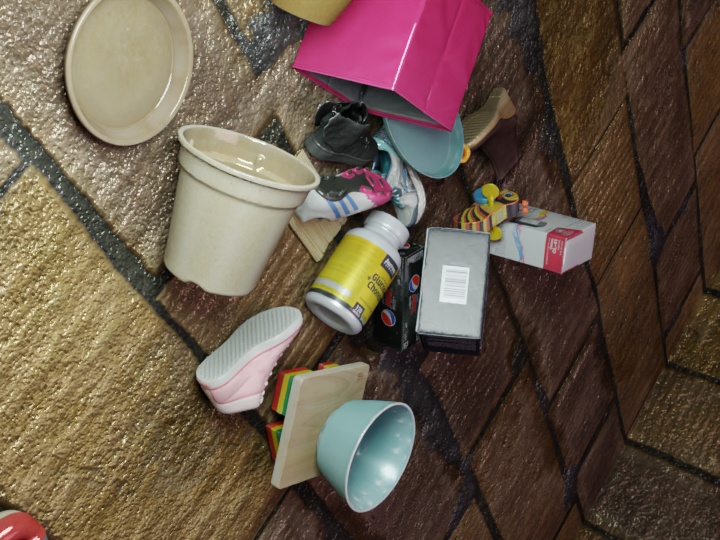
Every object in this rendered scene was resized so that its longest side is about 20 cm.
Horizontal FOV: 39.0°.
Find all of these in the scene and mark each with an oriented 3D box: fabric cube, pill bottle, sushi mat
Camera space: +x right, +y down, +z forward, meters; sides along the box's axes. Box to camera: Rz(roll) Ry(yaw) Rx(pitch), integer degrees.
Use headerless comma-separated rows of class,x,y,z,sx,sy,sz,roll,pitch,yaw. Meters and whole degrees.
fabric cube,0.052,-0.350,1.543,0.200,0.195,0.200,21,87,-57
pill bottle,0.000,0.000,1.730,0.201,0.112,0.112,-57,145,-18
sushi mat,-0.082,-0.102,1.646,0.096,0.012,0.200,-59,146,-18

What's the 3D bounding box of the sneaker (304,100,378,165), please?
sneaker,-0.013,-0.221,1.602,0.199,0.060,0.104,-6,149,-52

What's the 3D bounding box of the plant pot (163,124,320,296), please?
plant pot,-0.177,-0.073,1.379,0.200,0.200,0.184,-6,122,-55

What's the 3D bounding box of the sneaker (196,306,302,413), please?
sneaker,-0.165,0.146,1.598,0.200,0.075,0.105,-39,133,-28

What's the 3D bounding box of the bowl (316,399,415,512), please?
bowl,-0.003,0.307,1.769,0.200,0.105,0.202,-32,132,-45

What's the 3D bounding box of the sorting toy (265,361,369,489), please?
sorting toy,-0.087,0.258,1.780,0.200,0.069,0.200,-5,111,-55

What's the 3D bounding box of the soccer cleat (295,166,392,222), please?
soccer cleat,-0.030,-0.119,1.645,0.199,0.070,0.086,-9,148,-51

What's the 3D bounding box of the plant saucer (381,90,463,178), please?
plant saucer,0.102,-0.250,1.727,0.199,0.027,0.201,19,63,-41

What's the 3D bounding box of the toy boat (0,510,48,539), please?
toy boat,-0.455,0.403,1.258,0.200,0.130,0.131,-38,135,-40

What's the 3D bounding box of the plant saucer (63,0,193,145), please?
plant saucer,-0.286,-0.254,1.248,0.200,0.029,0.201,-31,131,-44

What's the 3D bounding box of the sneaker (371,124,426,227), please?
sneaker,0.053,-0.160,1.771,0.086,0.077,0.201,-34,124,-34

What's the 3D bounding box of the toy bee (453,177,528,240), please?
toy bee,0.283,-0.135,2.081,0.201,0.108,0.131,-58,144,-18

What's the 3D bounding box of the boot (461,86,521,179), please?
boot,0.263,-0.246,2.011,0.200,0.072,0.167,-52,136,-36

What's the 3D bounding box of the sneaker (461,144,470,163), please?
sneaker,0.136,-0.250,1.829,0.200,0.077,0.079,30,84,-56

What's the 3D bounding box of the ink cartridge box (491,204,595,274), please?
ink cartridge box,0.381,-0.071,2.173,0.147,0.199,0.086,-24,125,-48

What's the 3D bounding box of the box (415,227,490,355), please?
box,0.176,0.044,1.906,0.197,0.123,0.201,69,27,-76

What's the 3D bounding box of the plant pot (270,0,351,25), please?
plant pot,-0.046,-0.446,1.384,0.186,0.186,0.201,-5,124,-55

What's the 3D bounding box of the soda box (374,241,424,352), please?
soda box,0.071,0.045,1.897,0.063,0.070,0.201,-28,128,-46
